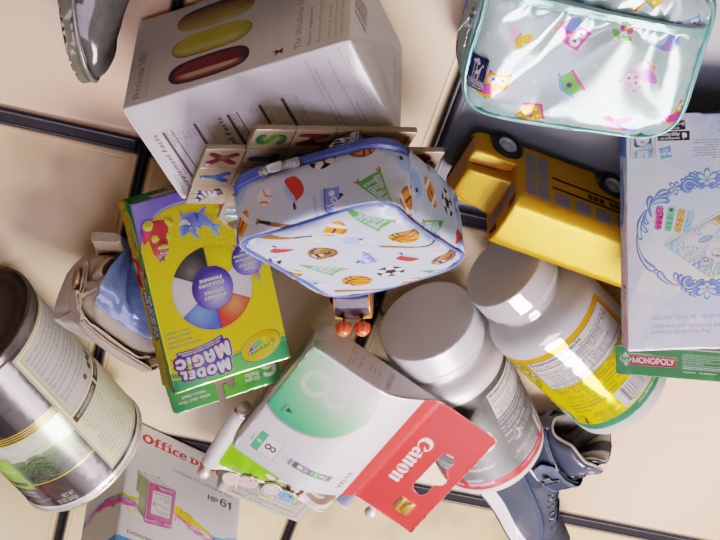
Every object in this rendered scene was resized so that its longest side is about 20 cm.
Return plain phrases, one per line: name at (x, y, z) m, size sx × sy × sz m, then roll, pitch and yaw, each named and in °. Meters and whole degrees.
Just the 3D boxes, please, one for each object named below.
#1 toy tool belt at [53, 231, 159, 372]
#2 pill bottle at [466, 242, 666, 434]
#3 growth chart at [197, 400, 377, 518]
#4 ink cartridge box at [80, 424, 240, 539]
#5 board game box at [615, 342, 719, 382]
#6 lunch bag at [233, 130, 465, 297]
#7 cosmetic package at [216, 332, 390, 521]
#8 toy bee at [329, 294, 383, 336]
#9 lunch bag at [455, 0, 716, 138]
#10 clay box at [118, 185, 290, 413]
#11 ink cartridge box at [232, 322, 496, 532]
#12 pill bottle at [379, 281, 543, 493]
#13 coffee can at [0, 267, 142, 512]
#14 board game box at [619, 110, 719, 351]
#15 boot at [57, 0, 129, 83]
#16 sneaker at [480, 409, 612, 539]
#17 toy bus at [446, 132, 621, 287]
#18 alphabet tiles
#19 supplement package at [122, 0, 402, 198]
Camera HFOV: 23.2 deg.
toy tool belt at (-0.173, 0.029, 1.614) m, size 0.198 × 0.126 × 0.123 m, roll 22°, pitch 141°, yaw -19°
pill bottle at (0.188, 0.055, 1.624) m, size 0.112 × 0.113 × 0.200 m, roll -27°, pitch 128°, yaw 28°
growth chart at (-0.055, 0.191, 1.740) m, size 0.198 × 0.018 × 0.145 m, roll 15°, pitch 134°, yaw -7°
ink cartridge box at (-0.206, 0.273, 1.809) m, size 0.144 × 0.201 × 0.085 m, roll 28°, pitch 127°, yaw -24°
board game box at (0.345, 0.072, 1.558) m, size 0.199 × 0.134 × 0.029 m, roll 3°, pitch 102°, yaw 38°
lunch bag at (-0.012, -0.041, 1.427) m, size 0.159 × 0.076 × 0.200 m, roll -14°, pitch 158°, yaw 21°
cosmetic package at (-0.055, 0.161, 1.774) m, size 0.103 × 0.074 × 0.200 m, roll 25°, pitch 131°, yaw -20°
toy bee at (0.000, 0.000, 1.584) m, size 0.130 × 0.109 × 0.201 m, roll -18°, pitch 132°, yaw 18°
lunch bag at (0.175, -0.193, 1.395) m, size 0.198 × 0.077 × 0.161 m, roll 9°, pitch 131°, yaw -6°
clay box at (-0.134, 0.021, 1.557) m, size 0.114 × 0.048 × 0.202 m, roll -17°, pitch 102°, yaw -19°
ink cartridge box at (0.001, 0.160, 1.636) m, size 0.199 × 0.050 × 0.161 m, roll 36°, pitch 126°, yaw -5°
pill bottle at (0.096, 0.113, 1.686) m, size 0.113 × 0.115 × 0.201 m, roll -14°, pitch 133°, yaw 17°
coffee can at (-0.322, 0.117, 1.693) m, size 0.145 × 0.147 × 0.200 m, roll -18°, pitch 132°, yaw 21°
board game box at (0.320, -0.036, 1.489) m, size 0.198 × 0.043 × 0.201 m, roll -1°, pitch 97°, yaw 0°
boot at (-0.138, -0.234, 1.376) m, size 0.198 × 0.073 × 0.183 m, roll -3°, pitch 123°, yaw -2°
sneaker at (0.208, 0.222, 1.817) m, size 0.145 × 0.077 × 0.203 m, roll -19°, pitch 130°, yaw 25°
toy bus at (0.175, -0.050, 1.542) m, size 0.198 × 0.079 × 0.065 m, roll 19°, pitch 134°, yaw -15°
alphabet tiles at (-0.038, -0.077, 1.434) m, size 0.198 × 0.006 × 0.167 m, roll -1°, pitch 157°, yaw -17°
supplement package at (-0.077, -0.156, 1.425) m, size 0.198 × 0.114 × 0.110 m, roll -15°, pitch 134°, yaw 17°
